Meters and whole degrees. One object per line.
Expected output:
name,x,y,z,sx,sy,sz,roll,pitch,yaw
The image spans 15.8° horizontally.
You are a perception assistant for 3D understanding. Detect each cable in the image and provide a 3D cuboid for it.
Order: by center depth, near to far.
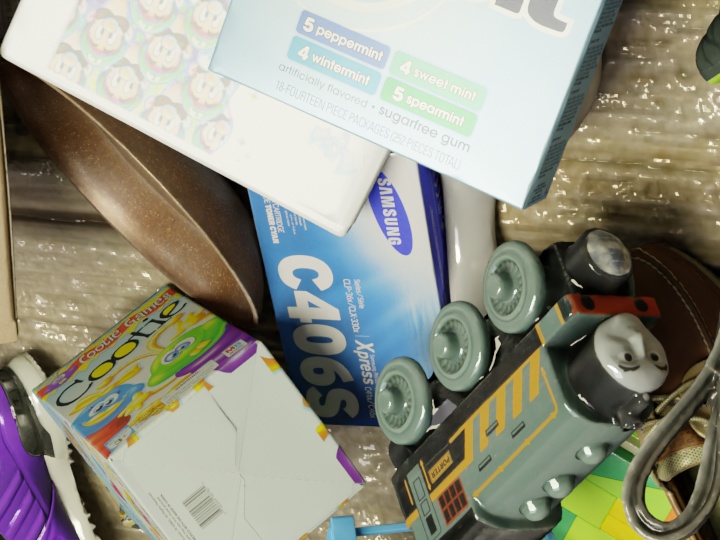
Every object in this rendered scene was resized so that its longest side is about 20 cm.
cable,0.185,0.037,1.252,0.097,0.200,0.050,44,176,8

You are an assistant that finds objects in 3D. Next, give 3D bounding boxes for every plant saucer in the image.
plant saucer,-0.116,-0.051,1.403,0.200,0.037,0.200,43,168,12

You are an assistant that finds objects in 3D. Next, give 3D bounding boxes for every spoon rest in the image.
spoon rest,0.068,-0.054,1.308,0.200,0.099,0.061,96,157,-44

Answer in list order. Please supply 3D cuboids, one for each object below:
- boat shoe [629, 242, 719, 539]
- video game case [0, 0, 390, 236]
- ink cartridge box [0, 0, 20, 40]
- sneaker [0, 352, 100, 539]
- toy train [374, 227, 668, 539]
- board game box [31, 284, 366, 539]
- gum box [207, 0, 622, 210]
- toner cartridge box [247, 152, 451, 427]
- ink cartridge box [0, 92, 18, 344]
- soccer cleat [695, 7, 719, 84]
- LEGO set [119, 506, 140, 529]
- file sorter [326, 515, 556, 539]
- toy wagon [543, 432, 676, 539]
boat shoe,0.177,0.081,1.312,0.076,0.074,0.200,-31,85,29
video game case,-0.056,-0.140,1.276,0.200,0.024,0.182,28,110,2
ink cartridge box,-0.106,-0.161,1.355,0.199,0.042,0.120,15,130,23
sneaker,-0.226,0.153,1.630,0.070,0.099,0.201,33,141,53
toy train,0.082,0.067,1.303,0.200,0.085,0.114,-48,51,41
board game box,-0.093,0.091,1.436,0.105,0.103,0.200,54,170,-18
gum box,0.040,-0.154,1.202,0.170,0.045,0.201,25,106,14
toner cartridge box,0.000,0.000,1.387,0.095,0.043,0.200,1,132,13
ink cartridge box,-0.234,-0.083,1.409,0.075,0.165,0.200,-5,130,-10
soccer cleat,0.204,-0.159,1.150,0.081,0.067,0.200,52,136,11
LEGO set,-0.084,0.215,1.622,0.153,0.116,0.200,6,138,-9
file sorter,0.044,0.229,1.424,0.122,0.139,0.200,-6,154,-6
toy wagon,0.138,0.124,1.429,0.155,0.040,0.200,30,135,8
